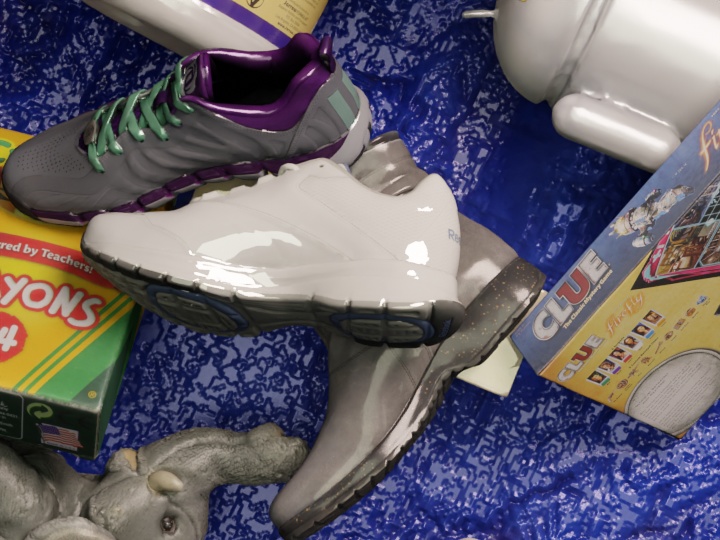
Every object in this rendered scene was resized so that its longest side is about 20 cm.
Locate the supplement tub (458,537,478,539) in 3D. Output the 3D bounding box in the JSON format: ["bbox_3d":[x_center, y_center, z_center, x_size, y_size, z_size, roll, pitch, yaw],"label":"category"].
[{"bbox_3d":[0.021,0.252,1.020,0.200,0.132,0.132,-37,90,1],"label":"supplement tub"}]

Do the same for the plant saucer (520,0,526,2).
[{"bbox_3d":[0.053,-0.267,0.962,0.048,0.200,0.200,-27,120,29],"label":"plant saucer"}]

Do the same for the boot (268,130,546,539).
[{"bbox_3d":[-0.010,0.035,0.987,0.132,0.070,0.200,41,83,7],"label":"boot"}]

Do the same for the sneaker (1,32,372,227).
[{"bbox_3d":[-0.099,-0.082,0.960,0.200,0.088,0.074,-12,57,9],"label":"sneaker"}]

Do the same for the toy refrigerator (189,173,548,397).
[{"bbox_3d":[0.000,0.000,1.049,0.200,0.076,0.070,22,90,1],"label":"toy refrigerator"}]

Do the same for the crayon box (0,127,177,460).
[{"bbox_3d":[-0.176,-0.005,1.007,0.127,0.051,0.200,13,51,-1],"label":"crayon box"}]

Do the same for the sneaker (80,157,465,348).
[{"bbox_3d":[-0.042,-0.013,0.944,0.200,0.075,0.087,5,70,9],"label":"sneaker"}]

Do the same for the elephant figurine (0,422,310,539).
[{"bbox_3d":[-0.151,0.143,1.020,0.200,0.155,0.142,23,51,-4],"label":"elephant figurine"}]

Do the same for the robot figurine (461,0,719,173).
[{"bbox_3d":[0.158,-0.125,1.029,0.200,0.113,0.170,25,51,0],"label":"robot figurine"}]

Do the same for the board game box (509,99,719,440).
[{"bbox_3d":[0.192,-0.007,1.002,0.135,0.035,0.200,25,112,-42],"label":"board game box"}]

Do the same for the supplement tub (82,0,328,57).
[{"bbox_3d":[-0.063,-0.215,1.014,0.145,0.145,0.200,27,90,0],"label":"supplement tub"}]
